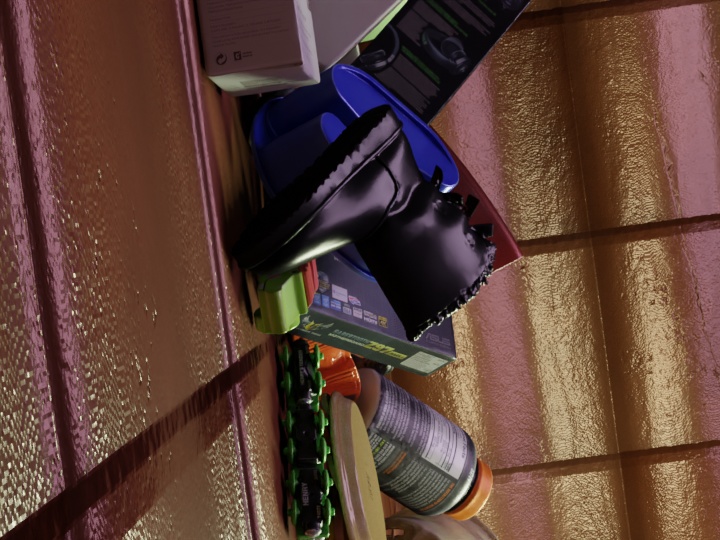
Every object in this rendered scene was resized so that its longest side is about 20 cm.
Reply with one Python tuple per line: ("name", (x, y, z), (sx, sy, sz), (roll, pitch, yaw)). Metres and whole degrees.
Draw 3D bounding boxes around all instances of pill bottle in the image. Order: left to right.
("pill bottle", (0.053, 0.197, 1.711), (0.199, 0.106, 0.107), (36, 30, -29))

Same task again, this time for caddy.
("caddy", (-0.007, -0.079, 1.372), (0.199, 0.105, 0.142), (38, 40, -24))

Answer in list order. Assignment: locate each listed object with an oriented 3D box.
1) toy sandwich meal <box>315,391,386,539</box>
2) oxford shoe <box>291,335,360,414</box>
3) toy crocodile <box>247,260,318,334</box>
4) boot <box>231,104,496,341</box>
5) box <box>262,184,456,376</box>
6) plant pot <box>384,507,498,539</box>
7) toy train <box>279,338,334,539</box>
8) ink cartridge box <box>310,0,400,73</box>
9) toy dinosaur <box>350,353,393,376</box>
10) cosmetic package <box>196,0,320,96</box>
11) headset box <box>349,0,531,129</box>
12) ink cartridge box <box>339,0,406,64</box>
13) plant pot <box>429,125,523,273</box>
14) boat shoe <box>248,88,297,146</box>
("toy sandwich meal", (-0.023, 0.217, 1.507), (0.205, 0.069, 0.208), (-12, 90, -85))
("oxford shoe", (-0.044, 0.055, 1.601), (0.073, 0.070, 0.202), (-119, -160, -45))
("toy crocodile", (-0.060, 0.004, 1.317), (0.200, 0.061, 0.068), (-84, 166, -76))
("boot", (0.010, -0.016, 1.249), (0.073, 0.198, 0.163), (-7, -57, 55))
("box", (0.000, 0.000, 1.500), (0.199, 0.051, 0.159), (21, 50, -38))
("plant pot", (0.059, 0.349, 1.754), (0.183, 0.198, 0.203), (44, 37, -68))
("toy train", (-0.049, 0.152, 1.397), (0.057, 0.041, 0.202), (96, -9, -52))
("ink cartridge box", (-0.019, -0.250, 1.448), (0.084, 0.145, 0.200), (46, -3, -5))
("toy dinosaur", (-0.011, 0.111, 1.764), (0.200, 0.087, 0.048), (107, 7, -71))
("cosmetic package", (-0.087, -0.246, 1.234), (0.113, 0.080, 0.203), (5, 78, -85))
("headset box", (0.060, -0.204, 1.521), (0.093, 0.200, 0.174), (41, -21, -2))
("ink cartridge box", (-0.010, -0.259, 1.622), (0.146, 0.197, 0.048), (78, 2, -62))
("plant pot", (0.026, -0.054, 1.701), (0.178, 0.198, 0.200), (66, -15, -6))
("boat shoe", (-0.063, -0.135, 1.495), (0.199, 0.073, 0.067), (27, 67, -75))
